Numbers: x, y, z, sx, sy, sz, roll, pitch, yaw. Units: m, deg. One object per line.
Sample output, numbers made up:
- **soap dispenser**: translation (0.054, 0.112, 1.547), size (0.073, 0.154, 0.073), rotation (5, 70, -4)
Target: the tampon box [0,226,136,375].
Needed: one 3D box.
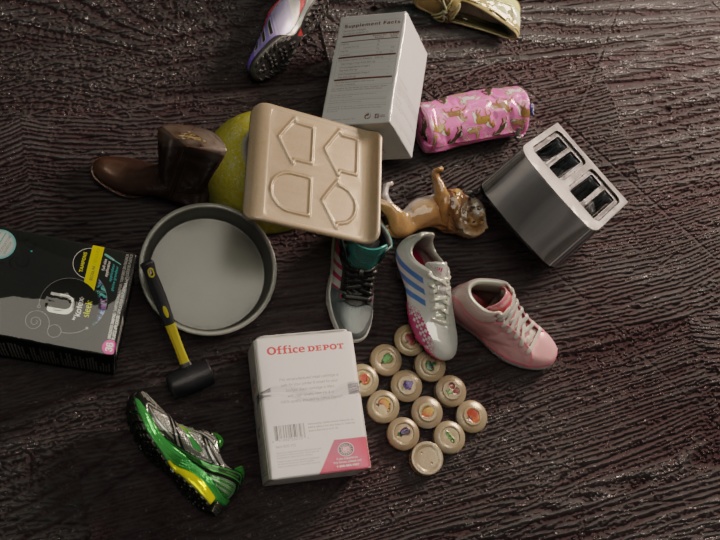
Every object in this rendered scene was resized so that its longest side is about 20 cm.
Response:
- **tampon box**: translation (-0.419, 0.044, 1.342), size (0.200, 0.126, 0.150), rotation (11, 69, -10)

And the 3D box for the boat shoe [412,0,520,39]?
- **boat shoe**: translation (0.182, -0.447, 1.698), size (0.200, 0.073, 0.063), rotation (11, 65, -19)

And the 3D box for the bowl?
- **bowl**: translation (-0.138, -0.167, 1.498), size (0.200, 0.108, 0.201), rotation (5, 70, -13)

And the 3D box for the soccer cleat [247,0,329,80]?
- **soccer cleat**: translation (-0.132, -0.390, 1.607), size (0.073, 0.068, 0.200), rotation (27, 69, 22)

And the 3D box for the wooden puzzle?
- **wooden puzzle**: translation (-0.069, -0.135, 1.426), size (0.200, 0.046, 0.186), rotation (10, 66, -19)

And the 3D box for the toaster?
- **toaster**: translation (0.300, -0.118, 1.556), size (0.181, 0.119, 0.200), rotation (50, 42, 6)

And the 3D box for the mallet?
- **mallet**: translation (-0.273, 0.086, 1.378), size (0.066, 0.041, 0.200), rotation (-29, 105, -15)

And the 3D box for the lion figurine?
- **lion figurine**: translation (0.096, -0.092, 1.561), size (0.200, 0.072, 0.123), rotation (-16, 94, -4)

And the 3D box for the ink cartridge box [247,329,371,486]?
- **ink cartridge box**: translation (-0.075, 0.194, 1.404), size (0.146, 0.083, 0.200), rotation (-4, 73, -15)

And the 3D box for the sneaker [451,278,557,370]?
- **sneaker**: translation (0.227, 0.080, 1.511), size (0.200, 0.105, 0.075), rotation (33, 65, -3)

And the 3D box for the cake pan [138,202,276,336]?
- **cake pan**: translation (-0.224, 0.001, 1.450), size (0.200, 0.037, 0.201), rotation (4, 74, -14)

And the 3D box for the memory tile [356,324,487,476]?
- **memory tile**: translation (0.085, 0.193, 1.482), size (0.153, 0.017, 0.200), rotation (-37, 84, -22)

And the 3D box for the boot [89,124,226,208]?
- **boot**: translation (-0.291, -0.161, 1.405), size (0.186, 0.200, 0.064), rotation (14, 68, -10)

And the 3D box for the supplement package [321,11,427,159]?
- **supplement package**: translation (0.024, -0.288, 1.556), size (0.117, 0.117, 0.200), rotation (0, 67, 23)

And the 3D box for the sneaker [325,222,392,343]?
- **sneaker**: translation (0.000, 0.000, 1.469), size (0.083, 0.121, 0.200), rotation (3, 71, -13)

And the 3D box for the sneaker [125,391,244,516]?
- **sneaker**: translation (-0.244, 0.240, 1.357), size (0.200, 0.078, 0.085), rotation (48, 60, -5)

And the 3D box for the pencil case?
- **pencil case**: translation (0.183, -0.248, 1.624), size (0.200, 0.083, 0.087), rotation (-12, 36, -18)

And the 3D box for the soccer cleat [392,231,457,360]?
- **soccer cleat**: translation (0.107, 0.035, 1.495), size (0.070, 0.086, 0.200), rotation (-8, 72, -37)
